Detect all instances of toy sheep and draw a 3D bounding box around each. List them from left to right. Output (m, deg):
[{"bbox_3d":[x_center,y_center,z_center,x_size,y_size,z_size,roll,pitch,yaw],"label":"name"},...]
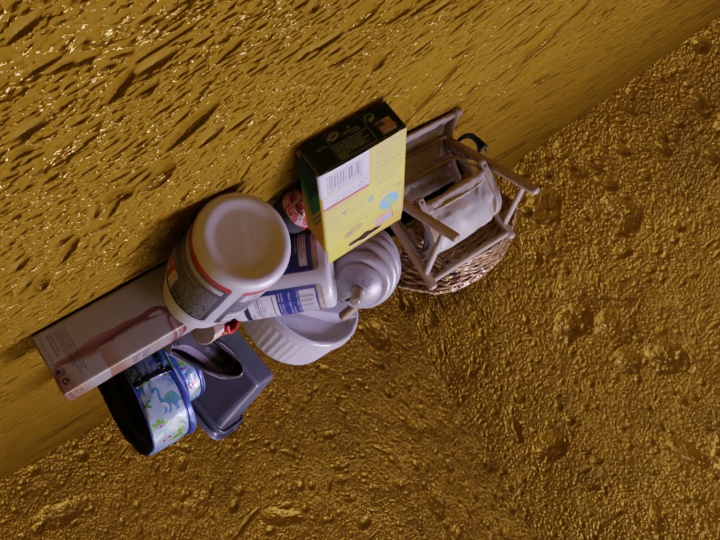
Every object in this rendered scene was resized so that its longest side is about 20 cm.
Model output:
[{"bbox_3d":[0.000,0.000,1.288,0.137,0.138,0.201,-33,-154,21],"label":"toy sheep"}]

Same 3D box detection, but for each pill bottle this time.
[{"bbox_3d":[-0.168,-0.003,0.982,0.115,0.117,0.200,-30,177,-33],"label":"pill bottle"},{"bbox_3d":[-0.138,0.012,1.189,0.196,0.113,0.111,-9,177,2],"label":"pill bottle"}]

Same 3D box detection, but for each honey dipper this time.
[{"bbox_3d":[-0.214,0.078,1.286,0.038,0.038,0.200,-32,-179,9],"label":"honey dipper"}]

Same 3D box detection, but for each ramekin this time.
[{"bbox_3d":[-0.108,0.060,1.337,0.094,0.203,0.202,-46,169,35],"label":"ramekin"}]

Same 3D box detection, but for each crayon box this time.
[{"bbox_3d":[-0.008,-0.102,1.020,0.126,0.051,0.201,-31,154,-16],"label":"crayon box"}]

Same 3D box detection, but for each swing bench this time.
[{"bbox_3d":[0.128,-0.116,1.264,0.197,0.200,0.131,-29,156,-31],"label":"swing bench"}]

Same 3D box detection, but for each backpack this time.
[{"bbox_3d":[-0.337,0.184,1.336,0.146,0.202,0.183,-24,173,-28],"label":"backpack"}]

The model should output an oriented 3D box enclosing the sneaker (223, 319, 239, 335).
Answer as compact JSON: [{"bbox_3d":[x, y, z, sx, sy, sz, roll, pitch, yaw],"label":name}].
[{"bbox_3d":[-0.255,0.089,1.422,0.201,0.085,0.077,-53,151,8],"label":"sneaker"}]

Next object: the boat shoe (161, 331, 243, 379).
[{"bbox_3d":[-0.261,0.110,1.269,0.057,0.199,0.068,8,-114,57],"label":"boat shoe"}]

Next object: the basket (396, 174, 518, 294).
[{"bbox_3d":[0.170,-0.038,1.400,0.200,0.142,0.150,-40,155,-34],"label":"basket"}]

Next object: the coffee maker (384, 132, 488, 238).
[{"bbox_3d":[0.103,-0.155,1.467,0.199,0.134,0.194,-30,150,-50],"label":"coffee maker"}]

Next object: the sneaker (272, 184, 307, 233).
[{"bbox_3d":[-0.029,-0.109,1.164,0.107,0.068,0.201,-31,176,31],"label":"sneaker"}]

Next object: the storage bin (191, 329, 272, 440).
[{"bbox_3d":[-0.261,0.185,1.535,0.134,0.201,0.145,-42,174,16],"label":"storage bin"}]

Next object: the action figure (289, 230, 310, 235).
[{"bbox_3d":[-0.028,-0.100,1.338,0.199,0.070,0.130,-36,169,-23],"label":"action figure"}]

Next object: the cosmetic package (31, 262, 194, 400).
[{"bbox_3d":[-0.314,0.080,1.080,0.198,0.088,0.103,-31,176,-18],"label":"cosmetic package"}]
